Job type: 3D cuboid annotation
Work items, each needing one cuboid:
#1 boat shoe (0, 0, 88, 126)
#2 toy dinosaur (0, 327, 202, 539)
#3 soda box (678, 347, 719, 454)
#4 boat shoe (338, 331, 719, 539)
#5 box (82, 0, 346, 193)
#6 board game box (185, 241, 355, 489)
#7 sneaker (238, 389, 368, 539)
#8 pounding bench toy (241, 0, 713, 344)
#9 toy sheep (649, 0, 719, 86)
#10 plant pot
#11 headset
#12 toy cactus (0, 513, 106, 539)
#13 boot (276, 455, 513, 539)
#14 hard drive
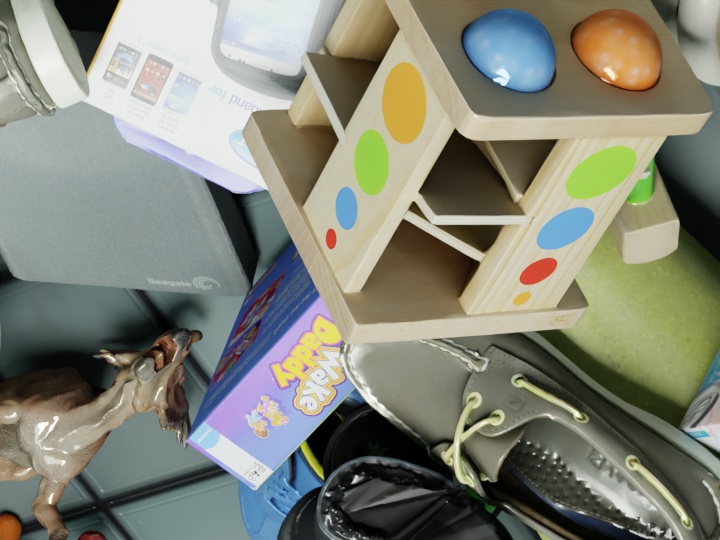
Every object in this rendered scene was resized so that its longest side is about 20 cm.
[{"bbox_3d":[-0.177,-0.131,1.251,0.060,0.202,0.072,-27,127,1],"label":"boat shoe"},{"bbox_3d":[-0.166,0.081,1.505,0.200,0.135,0.086,11,137,52],"label":"toy dinosaur"},{"bbox_3d":[0.223,0.000,1.221,0.063,0.201,0.068,30,170,-6],"label":"soda box"},{"bbox_3d":[0.075,0.076,1.219,0.201,0.060,0.072,29,118,9],"label":"boat shoe"},{"bbox_3d":[-0.045,-0.120,1.215,0.119,0.042,0.201,25,118,-5],"label":"box"},{"bbox_3d":[0.000,0.000,1.325,0.045,0.135,0.200,36,124,-11],"label":"board game box"},{"bbox_3d":[-0.031,0.105,1.482,0.066,0.079,0.200,24,134,-3],"label":"sneaker"},{"bbox_3d":[0.081,-0.071,1.159,0.199,0.125,0.156,-3,141,-33],"label":"pounding bench toy"},{"bbox_3d":[0.176,-0.138,1.169,0.199,0.138,0.138,31,137,24],"label":"toy sheep"},{"bbox_3d":[0.131,0.057,1.323,0.200,0.200,0.184,-34,100,38],"label":"plant pot"},{"bbox_3d":[0.024,0.135,1.405,0.094,0.200,0.124,38,147,32],"label":"headset"},{"bbox_3d":[-0.165,0.225,1.638,0.164,0.103,0.201,5,130,-9],"label":"toy cactus"},{"bbox_3d":[0.050,0.167,1.268,0.200,0.077,0.168,40,167,-3],"label":"boot"},{"bbox_3d":[-0.141,-0.054,1.373,0.139,0.033,0.200,4,151,15],"label":"hard drive"}]
